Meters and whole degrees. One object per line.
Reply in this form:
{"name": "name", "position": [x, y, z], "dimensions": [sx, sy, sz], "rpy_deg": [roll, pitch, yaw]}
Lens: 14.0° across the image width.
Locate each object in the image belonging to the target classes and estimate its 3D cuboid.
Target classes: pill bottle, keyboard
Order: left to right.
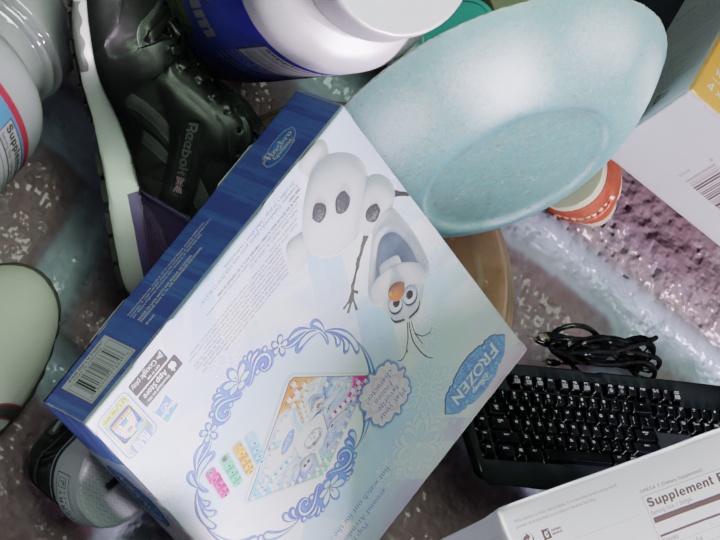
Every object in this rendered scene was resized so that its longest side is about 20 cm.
{"name": "pill bottle", "position": [-0.226, -0.063, 1.435], "dimensions": [0.109, 0.109, 0.200], "rpy_deg": [41, 59, -8]}
{"name": "pill bottle", "position": [-0.025, -0.152, 1.459], "dimensions": [0.112, 0.200, 0.113], "rpy_deg": [0, 91, -25]}
{"name": "keyboard", "position": [0.134, 0.070, 1.585], "dimensions": [0.199, 0.040, 0.104], "rpy_deg": [7, 53, -38]}

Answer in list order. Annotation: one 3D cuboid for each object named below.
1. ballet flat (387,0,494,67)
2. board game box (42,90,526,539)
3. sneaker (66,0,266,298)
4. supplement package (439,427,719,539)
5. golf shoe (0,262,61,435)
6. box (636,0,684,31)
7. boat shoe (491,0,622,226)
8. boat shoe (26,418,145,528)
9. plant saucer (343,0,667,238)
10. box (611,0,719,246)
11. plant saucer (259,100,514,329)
{"name": "ballet flat", "position": [0.036, -0.150, 1.627], "dimensions": [0.071, 0.072, 0.201], "rpy_deg": [-1, 76, -27]}
{"name": "board game box", "position": [-0.032, 0.051, 1.448], "dimensions": [0.200, 0.043, 0.199], "rpy_deg": [-51, 130, -15]}
{"name": "sneaker", "position": [-0.091, -0.086, 1.481], "dimensions": [0.087, 0.076, 0.201], "rpy_deg": [-6, 114, 8]}
{"name": "supplement package", "position": [0.100, 0.171, 1.465], "dimensions": [0.155, 0.200, 0.111], "rpy_deg": [-17, 81, -31]}
{"name": "golf shoe", "position": [-0.210, 0.060, 1.415], "dimensions": [0.077, 0.088, 0.200], "rpy_deg": [49, 57, -2]}
{"name": "box", "position": [0.244, -0.138, 1.720], "dimensions": [0.141, 0.079, 0.201], "rpy_deg": [-9, 77, -31]}
{"name": "boat shoe", "position": [0.106, -0.122, 1.655], "dimensions": [0.063, 0.071, 0.201], "rpy_deg": [25, 49, -66]}
{"name": "boat shoe", "position": [-0.087, 0.051, 1.480], "dimensions": [0.200, 0.071, 0.072], "rpy_deg": [-34, 125, -26]}
{"name": "plant saucer", "position": [0.073, -0.066, 1.501], "dimensions": [0.200, 0.201, 0.039], "rpy_deg": [-10, 61, -29]}
{"name": "box", "position": [0.241, -0.117, 1.612], "dimensions": [0.124, 0.097, 0.200], "rpy_deg": [37, 61, -11]}
{"name": "plant saucer", "position": [0.000, 0.000, 1.576], "dimensions": [0.199, 0.029, 0.201], "rpy_deg": [9, 69, -25]}
